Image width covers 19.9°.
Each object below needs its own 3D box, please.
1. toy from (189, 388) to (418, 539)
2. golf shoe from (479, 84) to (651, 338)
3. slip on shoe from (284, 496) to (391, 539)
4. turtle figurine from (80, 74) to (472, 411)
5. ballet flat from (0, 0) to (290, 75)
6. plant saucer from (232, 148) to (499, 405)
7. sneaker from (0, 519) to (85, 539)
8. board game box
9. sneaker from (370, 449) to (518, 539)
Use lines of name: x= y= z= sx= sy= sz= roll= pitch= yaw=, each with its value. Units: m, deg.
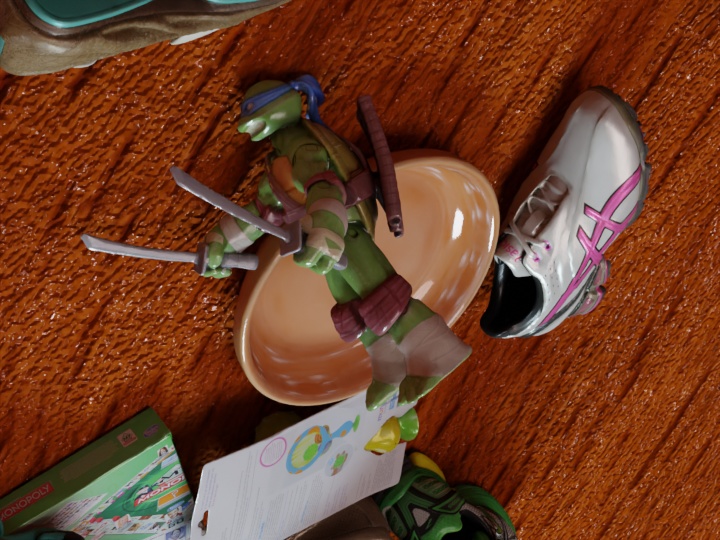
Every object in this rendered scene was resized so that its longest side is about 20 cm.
toy: x=-0.047 y=0.129 z=1.408 sx=0.199 sy=0.047 sz=0.116 roll=-20 pitch=136 yaw=-36
golf shoe: x=0.135 y=-0.031 z=1.380 sx=0.092 sy=0.073 sz=0.201 roll=-26 pitch=142 yaw=-37
slip on shoe: x=-0.067 y=0.228 z=1.479 sx=0.200 sy=0.061 sz=0.076 roll=-31 pitch=144 yaw=-15
turtle figurine: x=-0.042 y=0.003 z=1.168 sx=0.144 sy=0.194 sz=0.200 roll=-32 pitch=-172 yaw=38
ballet flat: x=-0.107 y=-0.138 z=1.051 sx=0.200 sy=0.068 sz=0.072 roll=-25 pitch=168 yaw=-41
plant saucer: x=0.000 y=0.000 z=1.325 sx=0.200 sy=0.037 sz=0.201 roll=-26 pitch=142 yaw=-23
sneaker: x=-0.189 y=0.206 z=1.283 sx=0.091 sy=0.078 sz=0.200 roll=-52 pitch=145 yaw=8
board game box: x=-0.200 y=0.186 z=1.337 sx=0.199 sy=0.029 sz=0.135 roll=-31 pitch=142 yaw=-15
sneaker: x=0.073 y=0.210 z=1.574 sx=0.078 sy=0.085 sz=0.200 roll=-46 pitch=145 yaw=6
